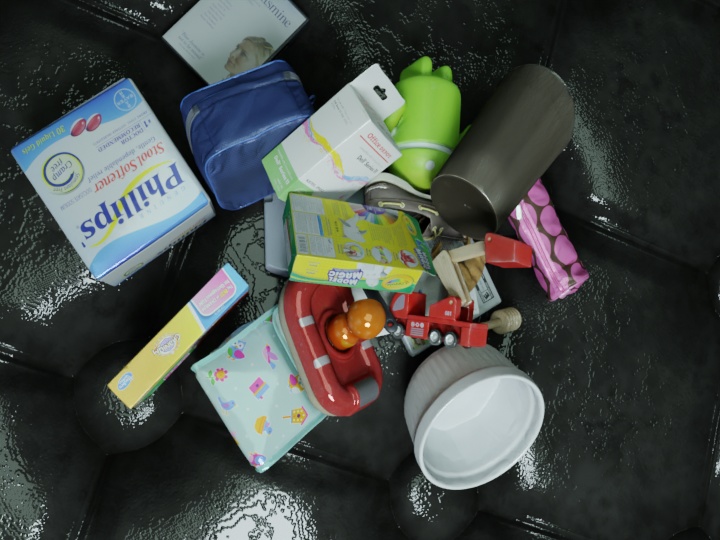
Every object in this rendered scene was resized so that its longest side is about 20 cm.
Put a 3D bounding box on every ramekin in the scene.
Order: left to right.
[{"bbox_3d":[0.153,0.200,0.780,0.193,0.106,0.207,-10,121,-16],"label":"ramekin"}]

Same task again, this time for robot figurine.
[{"bbox_3d":[0.097,-0.216,0.842,0.171,0.114,0.209,10,81,-33],"label":"robot figurine"}]

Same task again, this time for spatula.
[{"bbox_3d":[0.000,0.000,0.769,0.055,0.021,0.204,-26,73,-12],"label":"spatula"}]

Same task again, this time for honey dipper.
[{"bbox_3d":[0.184,0.085,0.815,0.196,0.037,0.040,-5,84,-48],"label":"honey dipper"}]

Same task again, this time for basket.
[{"bbox_3d":[0.196,-0.155,0.772,0.134,0.182,0.201,34,68,16],"label":"basket"}]

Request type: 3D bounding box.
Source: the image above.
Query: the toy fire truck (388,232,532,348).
[{"bbox_3d":[0.122,0.027,0.713,0.048,0.196,0.147,9,86,-44],"label":"toy fire truck"}]

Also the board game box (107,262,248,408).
[{"bbox_3d":[-0.232,0.083,0.723,0.040,0.153,0.200,43,78,-5],"label":"board game box"}]

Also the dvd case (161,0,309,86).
[{"bbox_3d":[-0.192,-0.376,0.848,0.142,0.018,0.201,42,77,-4],"label":"dvd case"}]

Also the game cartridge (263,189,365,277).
[{"bbox_3d":[-0.049,-0.053,0.819,0.192,0.041,0.139,-2,71,-7],"label":"game cartridge"}]

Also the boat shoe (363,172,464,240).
[{"bbox_3d":[0.091,-0.079,0.810,0.194,0.071,0.062,20,59,-25],"label":"boat shoe"}]

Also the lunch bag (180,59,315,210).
[{"bbox_3d":[-0.146,-0.201,0.769,0.195,0.137,0.135,-25,67,-14],"label":"lunch bag"}]

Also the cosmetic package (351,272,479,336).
[{"bbox_3d":[0.078,0.044,0.822,0.192,0.051,0.086,-10,87,-13],"label":"cosmetic package"}]

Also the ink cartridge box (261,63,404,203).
[{"bbox_3d":[-0.021,-0.165,0.731,0.198,0.116,0.069,-37,66,17],"label":"ink cartridge box"}]

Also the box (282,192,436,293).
[{"bbox_3d":[-0.001,-0.034,0.706,0.193,0.049,0.120,6,45,-20],"label":"box"}]

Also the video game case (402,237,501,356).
[{"bbox_3d":[0.111,0.002,0.871,0.178,0.022,0.205,-27,91,-13],"label":"video game case"}]

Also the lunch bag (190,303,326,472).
[{"bbox_3d":[-0.112,0.145,0.760,0.197,0.122,0.174,-33,90,-20],"label":"lunch bag"}]

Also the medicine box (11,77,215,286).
[{"bbox_3d":[-0.329,-0.117,0.749,0.180,0.103,0.203,-36,91,-13],"label":"medicine box"}]

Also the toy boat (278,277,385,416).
[{"bbox_3d":[-0.020,0.075,0.705,0.129,0.129,0.206,-11,74,-53],"label":"toy boat"}]

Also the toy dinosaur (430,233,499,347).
[{"bbox_3d":[0.143,0.014,0.783,0.104,0.060,0.204,33,80,-10],"label":"toy dinosaur"}]

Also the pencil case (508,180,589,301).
[{"bbox_3d":[0.294,-0.051,0.879,0.089,0.093,0.205,-30,89,20],"label":"pencil case"}]
